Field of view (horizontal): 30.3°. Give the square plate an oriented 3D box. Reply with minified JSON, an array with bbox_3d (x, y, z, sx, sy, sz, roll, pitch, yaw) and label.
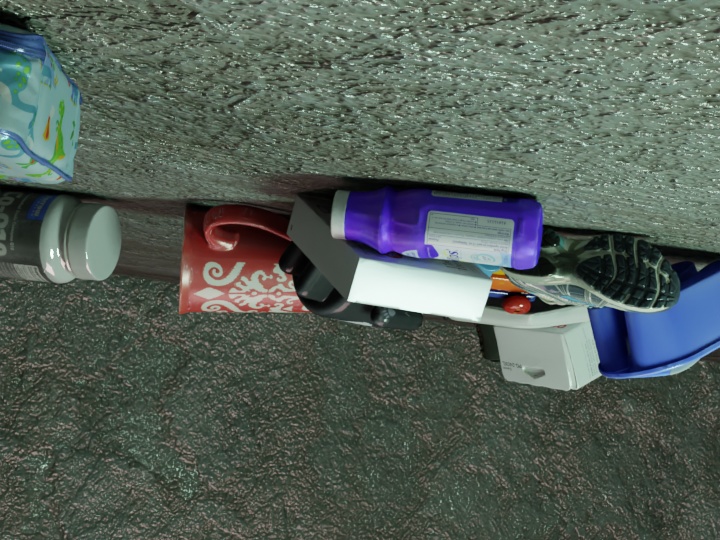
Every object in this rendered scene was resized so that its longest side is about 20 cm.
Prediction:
[{"bbox_3d":[0.211,0.049,1.727,0.199,0.029,0.197,-4,-174,-42],"label":"square plate"}]

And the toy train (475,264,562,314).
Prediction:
[{"bbox_3d":[0.199,-0.003,1.551,0.198,0.085,0.116,7,161,-12],"label":"toy train"}]

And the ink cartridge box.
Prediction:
[{"bbox_3d":[0.304,0.083,1.825,0.199,0.084,0.145,-24,-165,-33],"label":"ink cartridge box"}]

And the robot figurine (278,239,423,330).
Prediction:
[{"bbox_3d":[0.000,0.002,1.546,0.124,0.152,0.199,-14,162,41],"label":"robot figurine"}]

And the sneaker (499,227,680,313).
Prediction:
[{"bbox_3d":[0.248,0.004,1.435,0.198,0.078,0.086,16,161,18],"label":"sneaker"}]

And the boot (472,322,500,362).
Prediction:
[{"bbox_3d":[0.184,0.079,2.134,0.199,0.140,0.077,4,174,39],"label":"boot"}]

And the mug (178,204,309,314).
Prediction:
[{"bbox_3d":[-0.122,-0.006,1.642,0.198,0.135,0.178,4,178,-7],"label":"mug"}]

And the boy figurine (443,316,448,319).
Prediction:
[{"bbox_3d":[0.255,0.076,2.464,0.198,0.065,0.124,11,172,-9],"label":"boy figurine"}]

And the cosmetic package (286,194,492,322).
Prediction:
[{"bbox_3d":[0.025,-0.015,1.367,0.150,0.052,0.200,7,-162,-24],"label":"cosmetic package"}]

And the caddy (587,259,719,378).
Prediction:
[{"bbox_3d":[0.352,0.063,1.503,0.199,0.106,0.141,-23,-172,-27],"label":"caddy"}]

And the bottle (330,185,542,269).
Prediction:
[{"bbox_3d":[0.072,-0.043,1.259,0.198,0.066,0.084,6,174,8],"label":"bottle"}]

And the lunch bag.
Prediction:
[{"bbox_3d":[-0.272,-0.111,0.857,0.159,0.083,0.200,6,175,1],"label":"lunch bag"}]

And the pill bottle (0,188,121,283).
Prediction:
[{"bbox_3d":[-0.414,-0.044,1.693,0.198,0.115,0.114,5,175,17],"label":"pill bottle"}]
